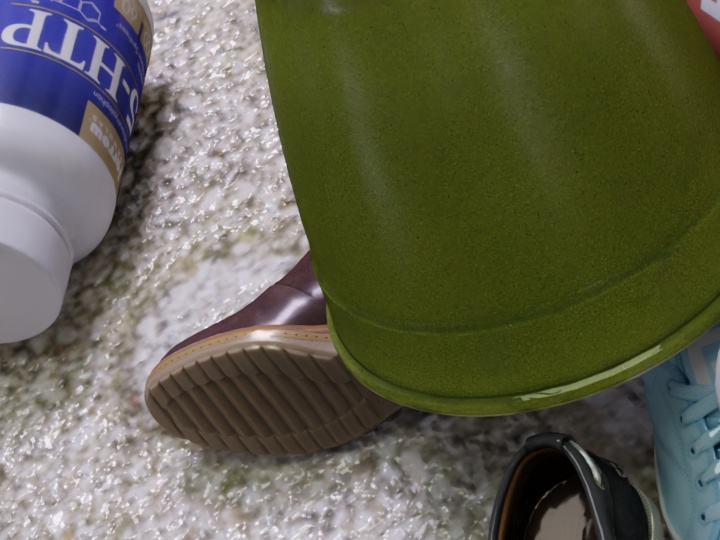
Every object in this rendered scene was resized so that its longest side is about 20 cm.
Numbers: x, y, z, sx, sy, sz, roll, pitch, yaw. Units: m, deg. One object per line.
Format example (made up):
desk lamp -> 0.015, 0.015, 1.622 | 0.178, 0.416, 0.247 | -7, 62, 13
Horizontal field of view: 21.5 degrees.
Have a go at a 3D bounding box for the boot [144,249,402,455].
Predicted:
boot -> 0.000, 0.000, 0.898 | 0.199, 0.072, 0.167 | -16, 35, 15

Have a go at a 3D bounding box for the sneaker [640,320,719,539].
sneaker -> 0.142, 0.052, 0.756 | 0.074, 0.082, 0.200 | -21, 46, 9

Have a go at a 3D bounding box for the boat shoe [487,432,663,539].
boat shoe -> 0.070, 0.158, 0.707 | 0.072, 0.068, 0.201 | -6, 58, 25

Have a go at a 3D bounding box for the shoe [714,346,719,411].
shoe -> 0.226, 0.005, 0.713 | 0.200, 0.072, 0.091 | -30, 9, -30

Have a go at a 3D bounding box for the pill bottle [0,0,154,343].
pill bottle -> -0.181, -0.068, 0.992 | 0.119, 0.120, 0.201 | -9, 49, 19

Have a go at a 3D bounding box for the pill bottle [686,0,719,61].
pill bottle -> 0.184, -0.128, 0.800 | 0.112, 0.112, 0.200 | -36, 42, -7

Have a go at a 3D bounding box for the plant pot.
plant pot -> 0.046, -0.082, 0.743 | 0.200, 0.193, 0.201 | -17, 35, 12
